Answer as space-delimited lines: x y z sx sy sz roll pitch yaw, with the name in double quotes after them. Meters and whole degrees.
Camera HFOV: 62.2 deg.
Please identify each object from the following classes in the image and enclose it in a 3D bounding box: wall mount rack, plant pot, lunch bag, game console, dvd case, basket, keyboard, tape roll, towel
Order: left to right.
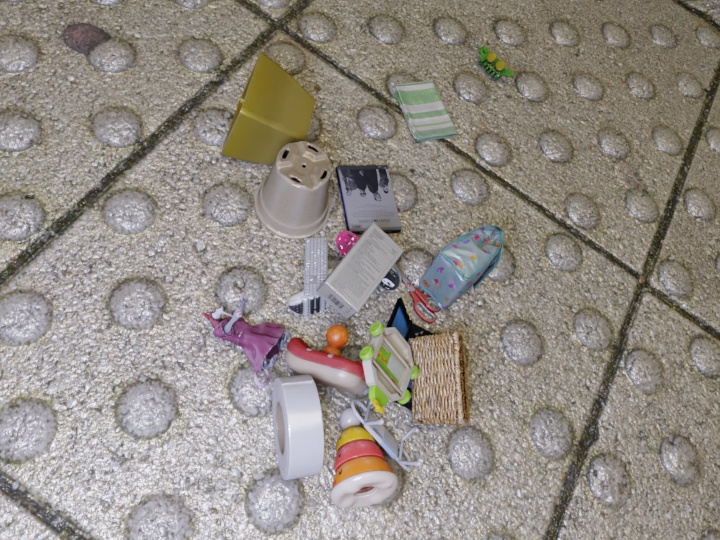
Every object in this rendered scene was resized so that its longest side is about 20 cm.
-0.227 -0.388 1.528 0.174 0.200 0.202 21 61 -18 "plant pot"
-0.130 0.315 1.211 0.070 0.203 0.205 -2 66 -16 "tape roll"
-0.153 -0.209 1.461 0.197 0.184 0.203 6 64 -13 "plant pot"
-0.107 -0.013 1.437 0.055 0.011 0.202 1 43 -5 "keyboard"
0.021 -0.192 1.596 0.148 0.025 0.203 -3 67 -18 "dvd case"
0.065 0.345 1.269 0.074 0.174 0.200 -41 95 12 "wall mount rack"
0.118 0.199 1.388 0.174 0.117 0.202 26 61 -3 "game console"
0.192 -0.480 1.784 0.151 0.023 0.202 -14 70 -23 "towel"
0.209 0.245 1.346 0.141 0.148 0.203 10 72 -41 "basket"
0.265 -0.018 1.502 0.199 0.171 0.122 -34 75 -32 "lunch bag"

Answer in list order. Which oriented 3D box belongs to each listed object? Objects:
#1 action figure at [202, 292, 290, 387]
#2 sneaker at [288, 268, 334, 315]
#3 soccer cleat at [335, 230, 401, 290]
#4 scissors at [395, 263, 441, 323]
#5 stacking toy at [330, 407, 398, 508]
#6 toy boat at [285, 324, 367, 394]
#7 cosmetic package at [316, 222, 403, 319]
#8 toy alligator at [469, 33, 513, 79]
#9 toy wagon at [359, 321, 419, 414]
-0.264 0.143 1.332 0.197 0.134 0.151 20 103 7 "action figure"
-0.089 0.045 1.433 0.198 0.076 0.081 -20 59 -26 "sneaker"
0.020 -0.024 1.490 0.200 0.086 0.070 42 104 -1 "soccer cleat"
0.126 0.049 1.519 0.200 0.014 0.073 44 62 5 "scissors"
-0.009 0.389 1.277 0.144 0.147 0.202 -2 47 -17 "stacking toy"
-0.065 0.182 1.306 0.197 0.131 0.132 12 72 22 "toy boat"
0.000 0.000 1.373 0.103 0.073 0.200 42 61 -4 "cosmetic package"
0.410 -0.677 1.927 0.200 0.059 0.054 46 102 8 "toy alligator"
0.054 0.214 1.263 0.156 0.039 0.201 51 42 -24 "toy wagon"
